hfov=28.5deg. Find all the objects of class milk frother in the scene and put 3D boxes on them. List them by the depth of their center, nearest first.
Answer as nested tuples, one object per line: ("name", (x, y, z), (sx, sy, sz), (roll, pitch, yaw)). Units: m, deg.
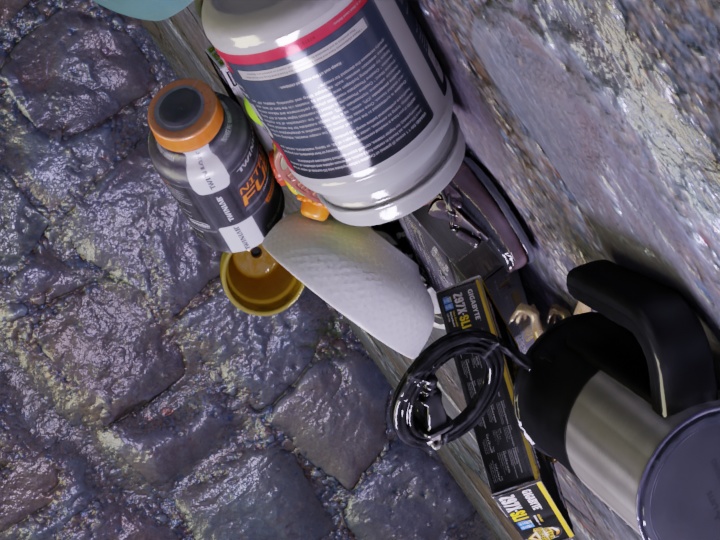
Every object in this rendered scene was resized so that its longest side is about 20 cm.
("milk frother", (0.148, 0.111, 0.964), (0.181, 0.199, 0.188), (60, 172, -24))

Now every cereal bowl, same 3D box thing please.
("cereal bowl", (0.000, 0.000, 1.466), (0.199, 0.084, 0.200), (38, -178, -1))

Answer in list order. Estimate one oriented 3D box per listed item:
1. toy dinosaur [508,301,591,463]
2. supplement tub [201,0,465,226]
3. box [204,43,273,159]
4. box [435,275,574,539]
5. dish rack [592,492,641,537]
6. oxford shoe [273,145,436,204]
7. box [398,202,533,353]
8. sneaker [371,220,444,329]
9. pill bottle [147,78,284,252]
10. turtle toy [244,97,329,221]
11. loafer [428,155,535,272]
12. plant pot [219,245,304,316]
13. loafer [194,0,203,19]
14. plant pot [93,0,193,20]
("toy dinosaur", (0.176, 0.065, 1.193), (0.101, 0.058, 0.202), (47, 146, 43))
("supplement tub", (-0.015, -0.146, 1.053), (0.201, 0.140, 0.140), (58, 173, -36))
("box", (-0.076, -0.187, 1.456), (0.035, 0.110, 0.200), (49, 172, 32))
("box", (0.130, 0.129, 1.267), (0.160, 0.049, 0.202), (58, -165, -58))
("dish rack", (0.235, 0.178, 1.300), (0.201, 0.054, 0.153), (65, 170, -30))
("oxford shoe", (-0.007, -0.103, 1.239), (0.199, 0.071, 0.074), (10, -131, -49))
("box", (0.101, -0.004, 1.393), (0.159, 0.048, 0.200), (50, 173, 32))
("sneaker", (0.052, -0.022, 1.558), (0.200, 0.075, 0.088), (52, 174, 16))
("pill bottle", (-0.150, -0.109, 1.431), (0.106, 0.106, 0.200), (50, 173, 29))
("turtle toy", (-0.046, -0.132, 1.385), (0.201, 0.100, 0.147), (67, -175, -46))
("loafer", (0.067, -0.074, 1.191), (0.201, 0.063, 0.072), (54, 174, 2))
("plant pot", (-0.233, -0.018, 3.297), (0.202, 0.200, 0.189), (56, 180, -21))
("loafer", (-0.126, -0.275, 1.592), (0.069, 0.075, 0.200), (37, 171, 21))
("plant pot", (-0.205, -0.328, 1.301), (0.161, 0.201, 0.201), (42, 180, -29))
